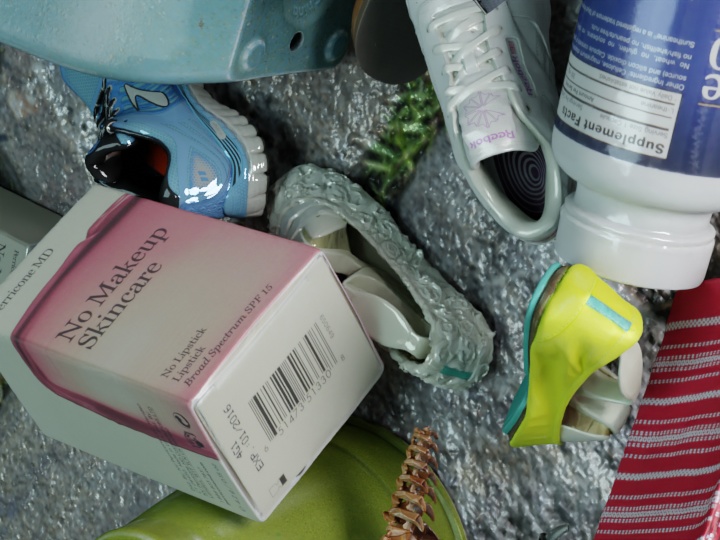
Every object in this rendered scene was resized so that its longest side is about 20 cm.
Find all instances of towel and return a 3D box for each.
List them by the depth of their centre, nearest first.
[{"bbox_3d":[0.167,0.092,1.139,0.200,0.022,0.145,-68,15,-13],"label":"towel"}]

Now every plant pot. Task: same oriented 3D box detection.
[{"bbox_3d":[-0.099,-0.208,1.319,0.200,0.196,0.196,30,115,28],"label":"plant pot"},{"bbox_3d":[-0.067,0.200,1.341,0.200,0.193,0.201,6,100,40],"label":"plant pot"}]

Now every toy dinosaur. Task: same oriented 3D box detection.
[{"bbox_3d":[0.053,0.195,1.256,0.135,0.102,0.200,-7,120,21],"label":"toy dinosaur"}]

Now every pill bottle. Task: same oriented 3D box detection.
[{"bbox_3d":[0.162,-0.097,1.155,0.111,0.111,0.201,24,112,36],"label":"pill bottle"}]

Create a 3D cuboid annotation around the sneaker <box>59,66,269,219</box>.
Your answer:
[{"bbox_3d":[-0.142,-0.096,1.413,0.200,0.090,0.079,41,138,40],"label":"sneaker"}]

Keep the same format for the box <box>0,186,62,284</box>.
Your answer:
[{"bbox_3d":[-0.279,-0.018,1.573,0.200,0.068,0.082,23,111,37],"label":"box"}]

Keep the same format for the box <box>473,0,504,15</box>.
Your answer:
[{"bbox_3d":[0.093,-0.247,1.112,0.200,0.051,0.158,-37,60,3],"label":"box"}]

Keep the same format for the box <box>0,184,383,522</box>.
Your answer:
[{"bbox_3d":[-0.109,0.045,1.316,0.200,0.128,0.109,16,146,40],"label":"box"}]

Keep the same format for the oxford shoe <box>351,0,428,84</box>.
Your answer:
[{"bbox_3d":[0.045,-0.209,1.275,0.200,0.071,0.071,-60,21,18],"label":"oxford shoe"}]

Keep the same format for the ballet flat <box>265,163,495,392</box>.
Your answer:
[{"bbox_3d":[0.000,0.000,1.340,0.200,0.072,0.072,40,120,30],"label":"ballet flat"}]

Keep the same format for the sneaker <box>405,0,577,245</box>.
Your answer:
[{"bbox_3d":[0.076,-0.108,1.217,0.075,0.100,0.200,-21,97,14],"label":"sneaker"}]

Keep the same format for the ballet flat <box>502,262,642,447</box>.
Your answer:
[{"bbox_3d":[0.118,0.059,1.203,0.067,0.067,0.200,25,158,10],"label":"ballet flat"}]
